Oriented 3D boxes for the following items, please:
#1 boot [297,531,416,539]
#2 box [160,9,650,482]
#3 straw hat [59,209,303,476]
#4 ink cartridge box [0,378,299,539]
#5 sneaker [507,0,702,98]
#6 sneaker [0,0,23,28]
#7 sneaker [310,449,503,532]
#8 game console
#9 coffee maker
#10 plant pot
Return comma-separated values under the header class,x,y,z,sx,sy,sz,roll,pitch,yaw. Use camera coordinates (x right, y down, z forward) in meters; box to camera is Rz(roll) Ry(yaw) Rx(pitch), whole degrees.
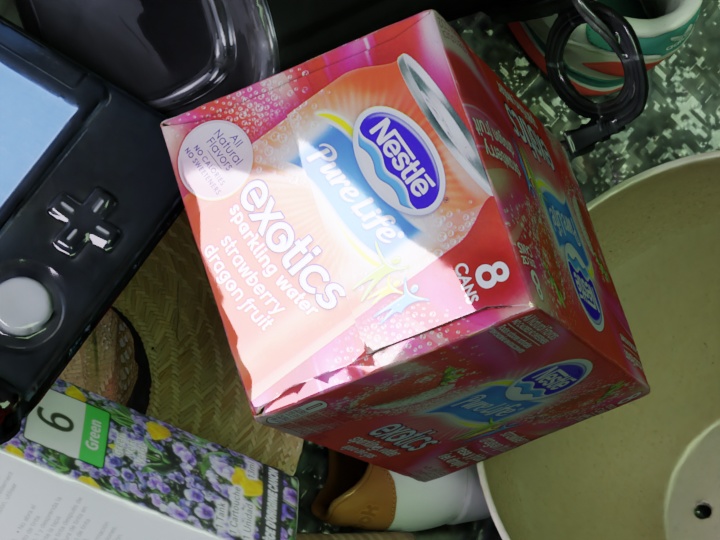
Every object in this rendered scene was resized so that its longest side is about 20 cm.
class,x,y,z,sx,sy,sz,roll,pitch,yaw
boot,-0.042,0.196,0.943,0.154,0.074,0.201,-7,74,-15
box,0.022,0.000,0.848,0.095,0.200,0.100,-21,75,11
straw hat,-0.124,0.038,0.921,0.200,0.085,0.202,-3,108,-9
ink cartridge box,-0.132,0.080,0.845,0.200,0.109,0.050,24,33,-16
sneaker,0.056,-0.154,1.010,0.200,0.093,0.070,45,72,-8
sneaker,-0.172,-0.046,0.899,0.074,0.116,0.200,23,59,20
sneaker,0.000,0.000,0.981,0.084,0.073,0.201,-7,86,-22
game console,-0.169,-0.043,0.761,0.200,0.119,0.173,32,67,9
coffee maker,-0.004,-0.112,0.883,0.200,0.135,0.192,-28,78,-41
plant pot,0.153,0.072,0.976,0.200,0.135,0.201,-6,66,13
